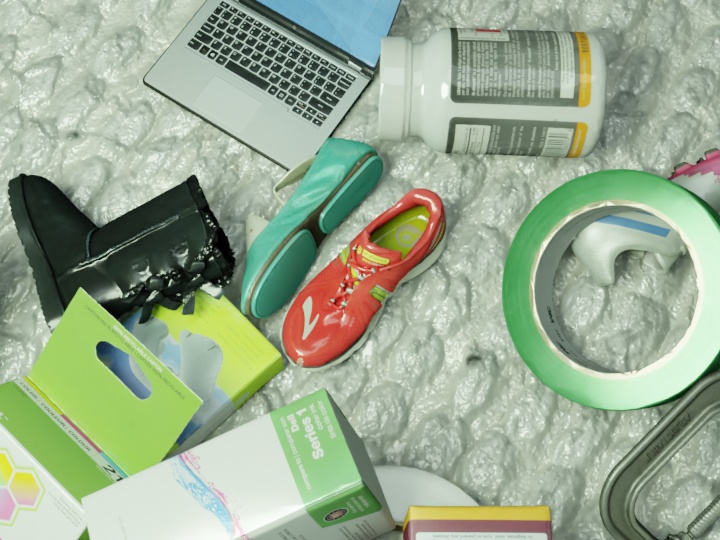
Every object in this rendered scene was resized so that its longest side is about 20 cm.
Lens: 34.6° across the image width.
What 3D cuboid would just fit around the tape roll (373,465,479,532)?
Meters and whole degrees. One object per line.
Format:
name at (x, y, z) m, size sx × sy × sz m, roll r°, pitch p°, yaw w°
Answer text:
tape roll at (0.023, 0.261, 0.941) m, size 0.202 × 0.037 × 0.203 m, roll 0°, pitch 70°, yaw 0°

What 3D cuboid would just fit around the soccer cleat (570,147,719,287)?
soccer cleat at (0.286, -0.048, 1.046) m, size 0.200 × 0.070 × 0.086 m, roll -22°, pitch 82°, yaw -3°

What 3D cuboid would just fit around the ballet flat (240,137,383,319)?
ballet flat at (-0.060, -0.043, 1.045) m, size 0.070 × 0.067 × 0.200 m, roll 28°, pitch 68°, yaw 26°

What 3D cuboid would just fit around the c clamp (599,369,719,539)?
c clamp at (0.294, 0.169, 0.945) m, size 0.200 × 0.027 × 0.171 m, roll -40°, pitch 117°, yaw -2°

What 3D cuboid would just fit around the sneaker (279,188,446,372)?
sneaker at (0.000, 0.000, 1.012) m, size 0.077 × 0.085 × 0.200 m, roll 37°, pitch 74°, yaw 13°

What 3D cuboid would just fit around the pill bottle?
pill bottle at (0.116, -0.163, 1.056) m, size 0.200 × 0.116 × 0.117 m, roll 3°, pitch 70°, yaw 0°

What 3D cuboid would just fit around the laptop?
laptop at (-0.081, -0.231, 1.082) m, size 0.187 × 0.116 × 0.200 m, roll 31°, pitch 73°, yaw 12°

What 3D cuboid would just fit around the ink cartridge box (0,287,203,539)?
ink cartridge box at (-0.242, 0.137, 0.914) m, size 0.148 × 0.076 × 0.200 m, roll 41°, pitch 111°, yaw 13°

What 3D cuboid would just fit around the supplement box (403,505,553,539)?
supplement box at (0.089, 0.282, 0.868) m, size 0.110 × 0.086 × 0.200 m, roll 0°, pitch 69°, yaw 0°

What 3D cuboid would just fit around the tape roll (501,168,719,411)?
tape roll at (0.219, 0.017, 0.973) m, size 0.200 × 0.048 × 0.201 m, roll -2°, pitch 86°, yaw 30°

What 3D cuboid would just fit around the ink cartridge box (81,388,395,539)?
ink cartridge box at (-0.088, 0.185, 0.876) m, size 0.200 × 0.145 × 0.084 m, roll -24°, pitch 63°, yaw 0°

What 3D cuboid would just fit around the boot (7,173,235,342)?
boot at (-0.209, -0.034, 1.009) m, size 0.162 × 0.073 × 0.198 m, roll -27°, pitch 58°, yaw -1°

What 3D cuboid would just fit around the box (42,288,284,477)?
box at (-0.179, 0.103, 0.994) m, size 0.200 × 0.048 × 0.122 m, roll -42°, pitch 75°, yaw -15°
